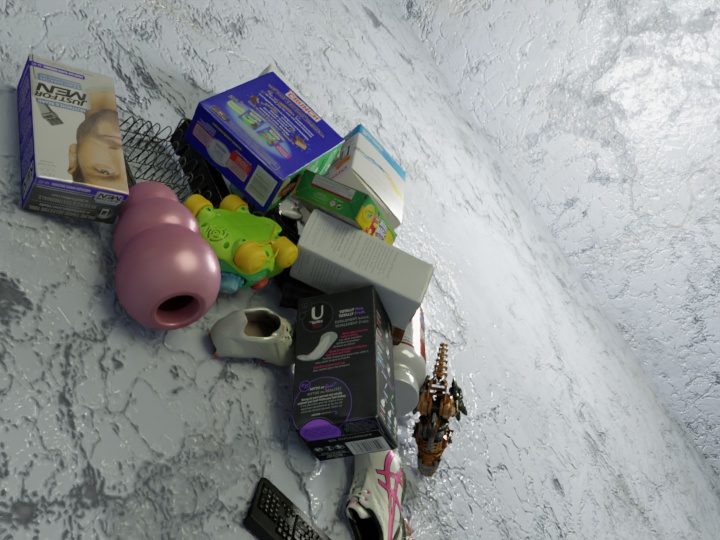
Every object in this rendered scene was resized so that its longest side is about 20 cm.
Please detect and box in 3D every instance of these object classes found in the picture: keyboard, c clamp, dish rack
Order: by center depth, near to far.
[{"bbox_3d":[-0.055,0.338,0.888,0.200,0.039,0.105,47,26,-16],"label":"keyboard"},{"bbox_3d":[-0.283,-0.149,1.047,0.199,0.054,0.155,0,58,-60],"label":"dish rack"},{"bbox_3d":[-0.115,-0.119,1.199,0.170,0.027,0.203,36,37,-35],"label":"c clamp"}]

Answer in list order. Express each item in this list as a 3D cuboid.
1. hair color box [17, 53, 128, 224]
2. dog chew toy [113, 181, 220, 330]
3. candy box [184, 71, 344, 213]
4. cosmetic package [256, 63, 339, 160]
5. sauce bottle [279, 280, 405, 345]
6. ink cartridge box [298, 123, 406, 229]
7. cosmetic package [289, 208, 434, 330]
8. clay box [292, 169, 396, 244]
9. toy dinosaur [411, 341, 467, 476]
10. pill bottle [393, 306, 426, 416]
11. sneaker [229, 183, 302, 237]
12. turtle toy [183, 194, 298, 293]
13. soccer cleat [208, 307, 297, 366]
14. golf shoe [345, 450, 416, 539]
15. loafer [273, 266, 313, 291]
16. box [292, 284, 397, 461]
[{"bbox_3d":[-0.351,-0.160,0.904,0.108,0.065,0.203,9,52,-38],"label":"hair color box"},{"bbox_3d":[-0.244,-0.028,0.906,0.124,0.124,0.202,23,31,-48],"label":"dog chew toy"},{"bbox_3d":[-0.140,-0.200,1.132,0.169,0.077,0.200,43,38,3],"label":"candy box"},{"bbox_3d":[-0.138,-0.262,1.374,0.200,0.112,0.082,47,25,-22],"label":"cosmetic package"},{"bbox_3d":[-0.026,0.061,1.149,0.196,0.067,0.067,17,34,-7],"label":"sauce bottle"},{"bbox_3d":[-0.013,-0.146,1.413,0.145,0.146,0.201,44,27,-21],"label":"ink cartridge box"},{"bbox_3d":[0.000,0.000,1.094,0.197,0.102,0.075,25,61,-1],"label":"cosmetic package"},{"bbox_3d":[-0.016,-0.080,1.151,0.113,0.048,0.200,24,-7,22],"label":"clay box"},{"bbox_3d":[0.129,0.227,1.217,0.101,0.203,0.136,28,8,7],"label":"toy dinosaur"},{"bbox_3d":[0.054,0.138,1.234,0.112,0.111,0.202,42,29,-25],"label":"pill bottle"},{"bbox_3d":[-0.125,-0.103,1.260,0.199,0.077,0.142,-24,82,-55],"label":"sneaker"},{"bbox_3d":[-0.166,-0.028,1.047,0.145,0.102,0.199,39,22,21],"label":"turtle toy"},{"bbox_3d":[-0.121,0.089,1.021,0.199,0.077,0.070,11,49,-57],"label":"soccer cleat"},{"bbox_3d":[0.019,0.308,1.014,0.091,0.072,0.203,28,37,-42],"label":"golf shoe"},{"bbox_3d":[-0.058,0.015,1.229,0.199,0.071,0.074,13,47,-55],"label":"loafer"},{"bbox_3d":[-0.020,0.141,1.028,0.107,0.120,0.203,63,21,-51],"label":"box"}]
